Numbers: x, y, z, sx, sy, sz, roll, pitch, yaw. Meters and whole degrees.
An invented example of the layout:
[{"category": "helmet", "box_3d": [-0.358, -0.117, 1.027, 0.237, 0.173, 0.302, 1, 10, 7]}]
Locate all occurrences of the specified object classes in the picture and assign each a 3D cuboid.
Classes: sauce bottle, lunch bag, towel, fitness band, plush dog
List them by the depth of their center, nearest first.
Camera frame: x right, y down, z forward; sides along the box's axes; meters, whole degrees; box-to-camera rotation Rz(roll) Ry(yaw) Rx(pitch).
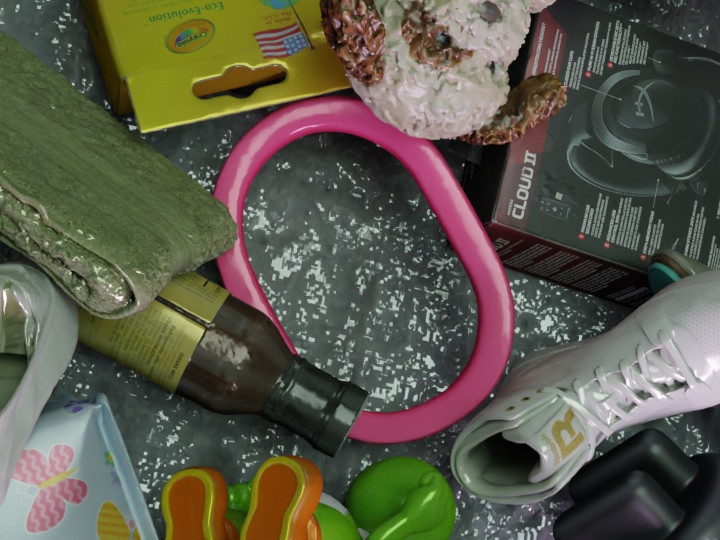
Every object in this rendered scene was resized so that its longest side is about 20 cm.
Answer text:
[{"category": "lunch bag", "box_3d": [-0.179, 0.178, 1.058, 0.169, 0.127, 0.201, -19, 98, -22]}, {"category": "towel", "box_3d": [-0.166, -0.056, 1.099, 0.200, 0.037, 0.148, 36, 25, 7]}, {"category": "sauce bottle", "box_3d": [-0.092, 0.036, 1.131, 0.200, 0.065, 0.065, 31, 70, 1]}, {"category": "plush dog", "box_3d": [0.043, -0.156, 1.148, 0.200, 0.160, 0.172, 22, 74, -34]}, {"category": "fitness band", "box_3d": [0.000, 0.000, 1.176, 0.143, 0.037, 0.200, -29, 90, 1]}]

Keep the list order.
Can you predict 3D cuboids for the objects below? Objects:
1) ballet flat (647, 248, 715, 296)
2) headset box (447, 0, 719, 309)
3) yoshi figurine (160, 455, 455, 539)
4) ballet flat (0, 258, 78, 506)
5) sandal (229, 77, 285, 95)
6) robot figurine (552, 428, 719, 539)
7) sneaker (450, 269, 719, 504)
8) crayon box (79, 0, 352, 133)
[{"category": "ballet flat", "box_3d": [0.226, 0.053, 1.212, 0.064, 0.067, 0.200, -37, 117, -13]}, {"category": "headset box", "box_3d": [0.149, -0.065, 1.250, 0.199, 0.077, 0.149, 17, 73, -15]}, {"category": "yoshi figurine", "box_3d": [-0.012, 0.131, 1.115, 0.112, 0.200, 0.112, -47, 54, 9]}, {"category": "ballet flat", "box_3d": [-0.178, 0.042, 1.010, 0.069, 0.069, 0.200, 27, 37, -13]}, {"category": "sandal", "box_3d": [-0.007, -0.164, 1.239, 0.200, 0.043, 0.076, -25, 79, -16]}, {"category": "robot figurine", "box_3d": [0.201, 0.183, 1.187, 0.200, 0.125, 0.150, 46, 73, -10]}, {"category": "sneaker", "box_3d": [0.138, 0.072, 1.136, 0.074, 0.200, 0.116, 56, 40, -7]}, {"category": "crayon box", "box_3d": [-0.094, -0.168, 1.174, 0.127, 0.051, 0.200, -13, 72, -15]}]
